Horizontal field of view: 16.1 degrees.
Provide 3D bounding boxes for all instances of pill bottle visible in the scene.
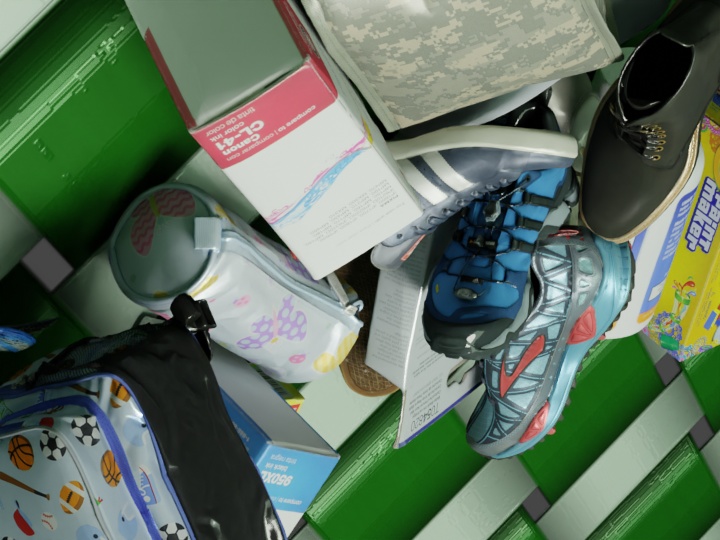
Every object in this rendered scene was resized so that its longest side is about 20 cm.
[{"bbox_3d":[0.189,-0.059,1.870,0.112,0.112,0.201,-18,136,-38],"label":"pill bottle"}]

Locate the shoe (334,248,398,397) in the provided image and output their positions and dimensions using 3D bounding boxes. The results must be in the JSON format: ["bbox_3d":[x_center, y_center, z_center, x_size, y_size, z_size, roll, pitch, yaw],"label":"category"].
[{"bbox_3d":[0.000,0.000,1.770,0.069,0.054,0.201,-2,131,4],"label":"shoe"}]

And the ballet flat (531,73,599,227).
[{"bbox_3d":[0.153,-0.069,1.776,0.067,0.063,0.201,-46,147,-46],"label":"ballet flat"}]

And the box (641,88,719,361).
[{"bbox_3d":[0.297,-0.066,1.982,0.192,0.122,0.201,-20,138,-38],"label":"box"}]

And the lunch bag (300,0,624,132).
[{"bbox_3d":[0.053,-0.182,1.508,0.163,0.119,0.200,-16,159,11],"label":"lunch bag"}]

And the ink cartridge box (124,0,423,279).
[{"bbox_3d":[-0.054,-0.106,1.491,0.085,0.148,0.200,-31,147,3],"label":"ink cartridge box"}]

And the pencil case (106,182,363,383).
[{"bbox_3d":[-0.078,0.011,1.643,0.200,0.090,0.084,32,70,-55],"label":"pencil case"}]

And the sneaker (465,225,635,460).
[{"bbox_3d":[0.108,0.043,1.772,0.095,0.080,0.201,15,120,-21],"label":"sneaker"}]

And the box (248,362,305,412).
[{"bbox_3d":[-0.112,0.160,1.797,0.075,0.050,0.201,-5,127,-47],"label":"box"}]

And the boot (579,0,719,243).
[{"bbox_3d":[0.175,-0.092,1.624,0.138,0.077,0.201,-38,154,-59],"label":"boot"}]

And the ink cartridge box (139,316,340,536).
[{"bbox_3d":[-0.130,0.156,1.683,0.084,0.145,0.201,15,112,-54],"label":"ink cartridge box"}]

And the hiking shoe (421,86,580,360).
[{"bbox_3d":[0.084,-0.029,1.656,0.201,0.074,0.087,-64,151,-42],"label":"hiking shoe"}]

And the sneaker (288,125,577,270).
[{"bbox_3d":[0.041,-0.045,1.608,0.075,0.198,0.085,-3,87,-78],"label":"sneaker"}]

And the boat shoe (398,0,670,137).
[{"bbox_3d":[0.104,-0.152,1.643,0.199,0.057,0.069,-27,152,-2],"label":"boat shoe"}]

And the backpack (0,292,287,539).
[{"bbox_3d":[-0.158,0.133,1.550,0.153,0.190,0.202,-24,99,-38],"label":"backpack"}]

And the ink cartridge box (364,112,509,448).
[{"bbox_3d":[0.068,-0.002,1.769,0.199,0.040,0.202,-32,135,-57],"label":"ink cartridge box"}]

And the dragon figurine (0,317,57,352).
[{"bbox_3d":[-0.232,0.042,1.487,0.059,0.099,0.200,-50,147,4],"label":"dragon figurine"}]
